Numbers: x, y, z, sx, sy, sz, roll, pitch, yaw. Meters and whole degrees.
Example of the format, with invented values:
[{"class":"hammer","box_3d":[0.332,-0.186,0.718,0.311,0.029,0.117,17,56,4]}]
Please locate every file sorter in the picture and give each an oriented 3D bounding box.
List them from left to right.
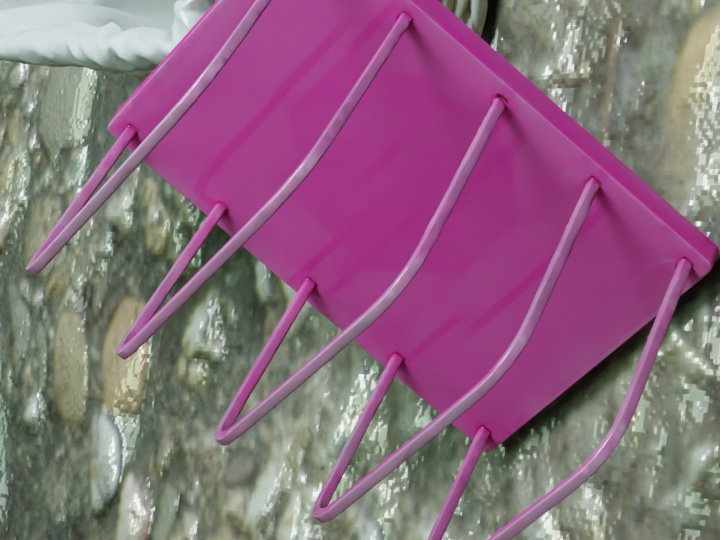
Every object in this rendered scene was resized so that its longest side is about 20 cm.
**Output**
[{"class":"file sorter","box_3d":[0.000,0.000,0.969,0.139,0.200,0.126,-42,12,39]}]

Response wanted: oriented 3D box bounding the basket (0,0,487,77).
[{"class":"basket","box_3d":[-0.049,-0.171,1.137,0.198,0.160,0.201,7,86,53]}]
